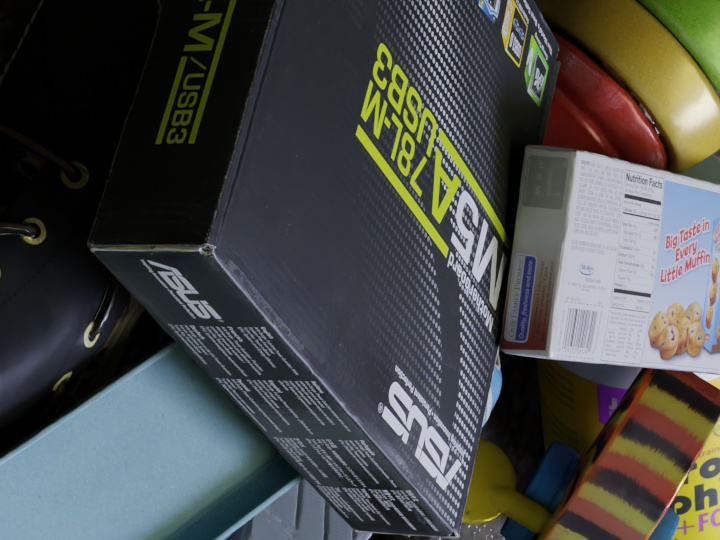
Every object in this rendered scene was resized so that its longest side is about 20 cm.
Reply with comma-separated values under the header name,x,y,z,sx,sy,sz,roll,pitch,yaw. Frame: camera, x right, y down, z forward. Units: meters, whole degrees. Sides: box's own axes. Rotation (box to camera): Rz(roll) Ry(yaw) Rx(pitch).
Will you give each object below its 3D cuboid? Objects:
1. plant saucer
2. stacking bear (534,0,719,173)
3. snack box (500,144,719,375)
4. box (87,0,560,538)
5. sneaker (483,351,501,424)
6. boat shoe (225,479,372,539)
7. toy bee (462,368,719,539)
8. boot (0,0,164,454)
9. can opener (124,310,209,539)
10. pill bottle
name,x,y,z,sx,sy,sz,roll,pitch,yaw
plant saucer,-0.069,0.063,0.779,0.200,0.019,0.070,-35,118,-45
stacking bear,0.102,-0.085,0.962,0.200,0.121,0.114,-45,104,-8
snack box,0.114,0.001,0.926,0.200,0.024,0.072,8,88,-56
box,-0.001,-0.042,0.795,0.200,0.047,0.194,53,42,-52
sneaker,0.000,0.000,0.922,0.073,0.072,0.200,-67,148,-25
boat shoe,-0.042,0.101,0.878,0.062,0.072,0.200,-37,-166,18
toy bee,0.089,0.131,1.025,0.109,0.130,0.201,-57,156,-43
boot,-0.118,-0.008,0.731,0.154,0.073,0.204,-9,123,-63
can opener,-0.083,0.089,0.834,0.053,0.067,0.201,29,71,-17
pill bottle,0.128,0.044,1.078,0.104,0.104,0.201,-39,138,-31
